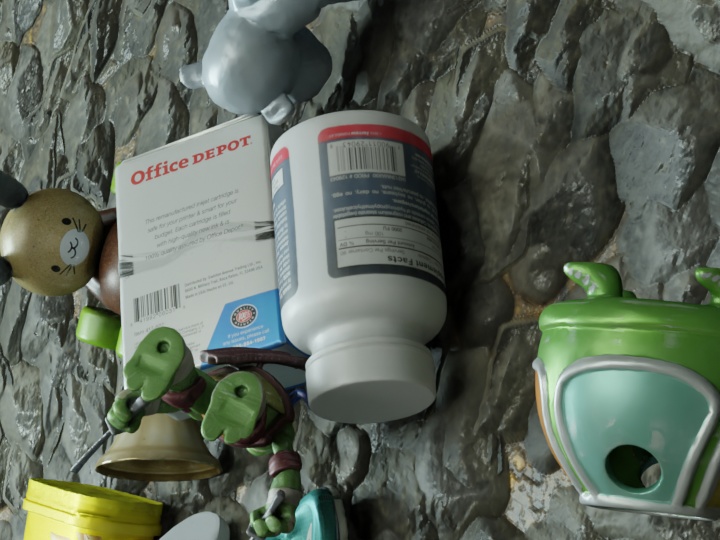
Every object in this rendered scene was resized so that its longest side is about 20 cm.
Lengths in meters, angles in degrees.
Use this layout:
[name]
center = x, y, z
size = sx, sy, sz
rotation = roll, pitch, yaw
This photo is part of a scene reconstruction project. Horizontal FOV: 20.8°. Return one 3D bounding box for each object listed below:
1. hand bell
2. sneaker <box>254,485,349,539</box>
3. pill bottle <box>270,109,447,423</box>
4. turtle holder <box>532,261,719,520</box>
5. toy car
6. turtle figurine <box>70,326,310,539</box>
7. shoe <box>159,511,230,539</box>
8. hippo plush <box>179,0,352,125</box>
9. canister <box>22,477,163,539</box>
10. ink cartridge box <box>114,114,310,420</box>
[hand bell]
center = -0.165, 0.066, 1.614
size = 0.104, 0.104, 0.201
rotation = -20, 65, 51
[sneaker]
center = -0.074, 0.231, 1.459
size = 0.200, 0.079, 0.078
rotation = -49, 43, 34
[pill bottle]
center = 0.000, 0.000, 1.394
size = 0.119, 0.119, 0.201
rotation = -31, 55, 46
[turtle holder]
center = 0.188, 0.074, 1.106
size = 0.141, 0.184, 0.133
rotation = 115, 163, -81
[toy car]
center = -0.247, -0.020, 1.683
size = 0.157, 0.199, 0.165
rotation = 15, 92, 56
[turtle figurine]
center = -0.112, 0.130, 1.372
size = 0.199, 0.194, 0.144
rotation = -26, 67, -2
[shoe]
center = -0.148, 0.295, 1.556
size = 0.071, 0.091, 0.201
rotation = 1, 51, 46
[hippo plush]
center = -0.051, -0.193, 1.495
size = 0.159, 0.200, 0.162
rotation = 17, 105, 23
[canister]
center = -0.243, 0.288, 1.679
size = 0.148, 0.086, 0.201
rotation = 3, 84, 56
[ink cartridge box]
center = -0.110, -0.003, 1.541
size = 0.145, 0.084, 0.201
rotation = -17, 61, 23
